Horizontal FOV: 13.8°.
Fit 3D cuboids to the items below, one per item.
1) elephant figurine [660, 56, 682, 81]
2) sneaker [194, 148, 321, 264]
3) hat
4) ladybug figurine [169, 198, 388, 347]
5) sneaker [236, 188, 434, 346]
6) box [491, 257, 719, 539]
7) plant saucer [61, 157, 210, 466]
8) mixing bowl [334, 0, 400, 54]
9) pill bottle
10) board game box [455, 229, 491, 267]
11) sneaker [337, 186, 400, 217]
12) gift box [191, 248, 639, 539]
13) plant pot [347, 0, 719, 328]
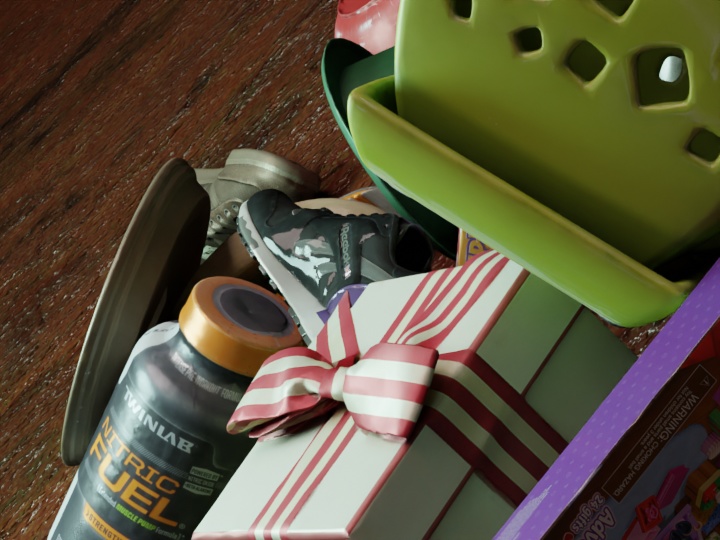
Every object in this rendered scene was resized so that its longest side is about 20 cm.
[{"bbox_3d":[0.176,-0.107,1.471,0.141,0.155,0.200,-16,52,-6],"label":"elephant figurine"},{"bbox_3d":[-0.090,-0.038,2.183,0.200,0.070,0.076,-12,58,65],"label":"sneaker"},{"bbox_3d":[0.094,-0.124,1.771,0.176,0.166,0.200,-37,26,19],"label":"hat"},{"bbox_3d":[-0.034,0.033,1.813,0.200,0.136,0.072,-30,-13,26],"label":"ladybug figurine"},{"bbox_3d":[0.000,0.000,1.691,0.088,0.076,0.200,-41,38,5],"label":"sneaker"},{"bbox_3d":[0.146,0.106,1.215,0.200,0.137,0.039,-51,20,-8],"label":"box"},{"bbox_3d":[-0.134,0.029,1.816,0.200,0.029,0.201,20,-90,-85],"label":"plant saucer"},{"bbox_3d":[0.055,-0.175,2.046,0.200,0.108,0.200,-42,18,17],"label":"mixing bowl"},{"bbox_3d":[-0.101,0.102,1.727,0.106,0.106,0.200,-87,21,-63],"label":"pill bottle"},{"bbox_3d":[0.073,-0.062,1.684,0.096,0.030,0.201,-16,-66,-87],"label":"board game box"},{"bbox_3d":[-0.042,0.022,1.910,0.200,0.078,0.077,-48,13,3],"label":"sneaker"},{"bbox_3d":[0.050,0.092,1.381,0.184,0.187,0.200,-16,37,57],"label":"gift box"},{"bbox_3d":[0.116,-0.094,1.304,0.182,0.199,0.200,-62,-12,17],"label":"plant pot"}]
